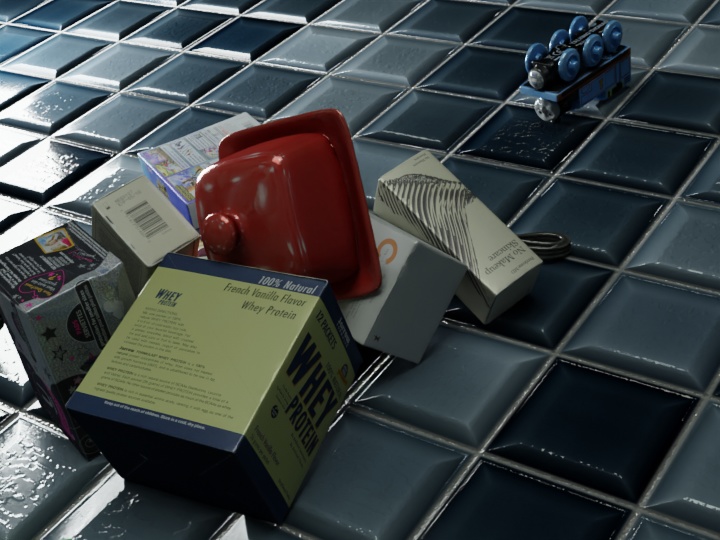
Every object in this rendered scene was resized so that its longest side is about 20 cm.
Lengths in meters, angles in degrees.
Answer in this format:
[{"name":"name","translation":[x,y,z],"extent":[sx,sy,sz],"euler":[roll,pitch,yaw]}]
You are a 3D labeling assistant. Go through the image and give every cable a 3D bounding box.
[{"name":"cable","translation":[0.150,-0.019,1.372],"extent":[0.199,0.050,0.097],"euler":[-5,21,-14]}]

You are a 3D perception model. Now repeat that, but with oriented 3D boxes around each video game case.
[{"name":"video game case","translation":[-0.200,-0.147,1.630],"extent":[0.181,0.046,0.200],"euler":[-23,36,-20]}]

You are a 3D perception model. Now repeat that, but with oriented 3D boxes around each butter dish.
[{"name":"butter dish","translation":[-0.102,-0.051,1.179],"extent":[0.199,0.201,0.148],"euler":[-8,8,41]}]

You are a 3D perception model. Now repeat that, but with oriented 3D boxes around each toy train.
[{"name":"toy train","translation":[0.313,-0.289,1.635],"extent":[0.087,0.114,0.200],"euler":[20,44,41]}]

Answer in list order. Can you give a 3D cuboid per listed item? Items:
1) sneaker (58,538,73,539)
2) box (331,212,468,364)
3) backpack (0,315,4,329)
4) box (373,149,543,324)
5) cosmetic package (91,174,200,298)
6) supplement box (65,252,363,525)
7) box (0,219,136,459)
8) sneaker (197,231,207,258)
[{"name":"sneaker","translation":[-0.346,0.282,1.013],"extent":[0.200,0.084,0.074],"euler":[-16,34,-9]},{"name":"box","translation":[0.000,0.000,1.268],"extent":[0.200,0.097,0.125],"euler":[32,96,44]},{"name":"backpack","translation":[-0.558,0.068,1.334],"extent":[0.190,0.154,0.200],"euler":[-1,37,31]},{"name":"box","translation":[0.108,-0.040,1.299],"extent":[0.082,0.068,0.200],"euler":[-35,67,-25]},{"name":"cosmetic package","translation":[-0.245,-0.001,1.274],"extent":[0.073,0.200,0.104],"euler":[-35,72,-29]},{"name":"supplement box","translation":[-0.137,0.111,1.122],"extent":[0.200,0.134,0.200],"euler":[10,54,27]},{"name":"box","translation":[-0.297,0.073,1.199],"extent":[0.115,0.200,0.132],"euler":[-30,39,-24]},{"name":"sneaker","translation":[-0.191,-0.014,1.409],"extent":[0.199,0.075,0.090],"euler":[1,41,15]}]
